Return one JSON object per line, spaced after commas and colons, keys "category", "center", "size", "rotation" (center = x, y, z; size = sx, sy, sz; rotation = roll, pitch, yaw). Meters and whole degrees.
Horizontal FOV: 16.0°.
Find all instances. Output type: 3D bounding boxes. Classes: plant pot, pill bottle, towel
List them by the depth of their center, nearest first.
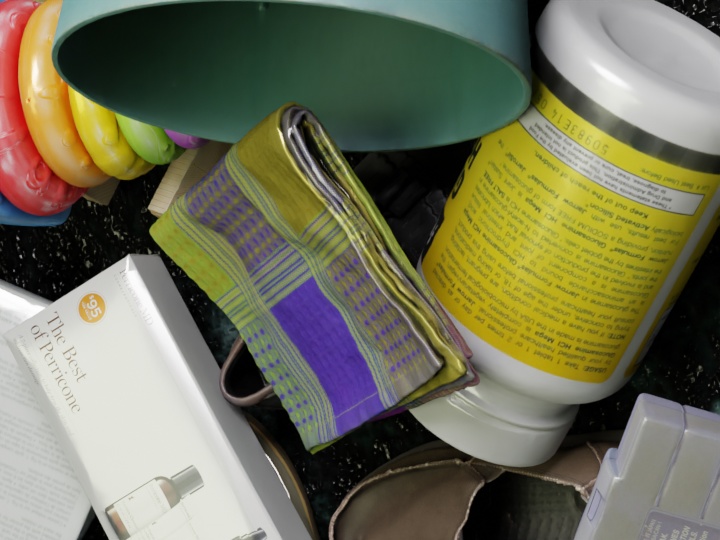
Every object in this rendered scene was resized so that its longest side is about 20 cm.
{"category": "plant pot", "center": [-0.023, -0.155, 1.069], "size": [0.199, 0.200, 0.162], "rotation": [-5, 74, 36]}
{"category": "pill bottle", "center": [0.093, -0.016, 1.138], "size": [0.112, 0.112, 0.201], "rotation": [39, 119, 23]}
{"category": "towel", "center": [-0.025, 0.009, 1.149], "size": [0.144, 0.023, 0.200], "rotation": [55, 155, -2]}

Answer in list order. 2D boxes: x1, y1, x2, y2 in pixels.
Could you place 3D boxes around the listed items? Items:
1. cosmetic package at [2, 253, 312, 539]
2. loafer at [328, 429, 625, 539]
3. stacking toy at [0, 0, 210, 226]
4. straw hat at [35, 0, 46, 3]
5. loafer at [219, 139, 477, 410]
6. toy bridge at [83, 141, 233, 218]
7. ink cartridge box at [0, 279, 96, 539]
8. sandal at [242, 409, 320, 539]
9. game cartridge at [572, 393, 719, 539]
{"category": "cosmetic package", "center": [-0.093, 0.098, 1.271], "size": [0.082, 0.051, 0.201], "rotation": [-31, 82, 11]}
{"category": "loafer", "center": [0.056, 0.116, 1.217], "size": [0.199, 0.071, 0.074], "rotation": [-18, 89, 37]}
{"category": "stacking toy", "center": [-0.102, -0.089, 1.241], "size": [0.198, 0.110, 0.117], "rotation": [-6, 84, 24]}
{"category": "straw hat", "center": [-0.129, -0.192, 1.265], "size": [0.200, 0.201, 0.086], "rotation": [6, 64, 35]}
{"category": "loafer", "center": [0.000, 0.000, 1.238], "size": [0.072, 0.063, 0.200], "rotation": [49, 123, 18]}
{"category": "toy bridge", "center": [-0.079, -0.052, 1.280], "size": [0.199, 0.027, 0.068], "rotation": [19, 79, 49]}
{"category": "ink cartridge box", "center": [-0.213, 0.104, 1.336], "size": [0.159, 0.047, 0.201], "rotation": [23, 87, 7]}
{"category": "sandal", "center": [-0.060, 0.149, 1.315], "size": [0.080, 0.054, 0.201], "rotation": [-41, 69, 33]}
{"category": "game cartridge", "center": [0.149, 0.159, 1.144], "size": [0.129, 0.038, 0.201], "rotation": [18, 113, -1]}
